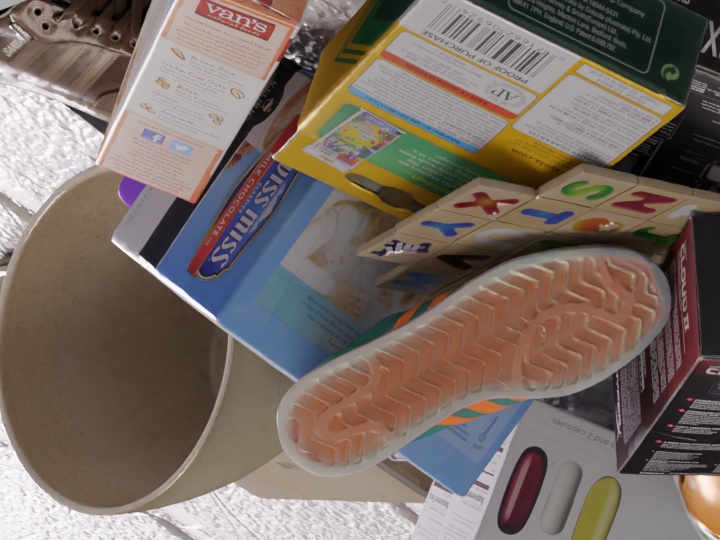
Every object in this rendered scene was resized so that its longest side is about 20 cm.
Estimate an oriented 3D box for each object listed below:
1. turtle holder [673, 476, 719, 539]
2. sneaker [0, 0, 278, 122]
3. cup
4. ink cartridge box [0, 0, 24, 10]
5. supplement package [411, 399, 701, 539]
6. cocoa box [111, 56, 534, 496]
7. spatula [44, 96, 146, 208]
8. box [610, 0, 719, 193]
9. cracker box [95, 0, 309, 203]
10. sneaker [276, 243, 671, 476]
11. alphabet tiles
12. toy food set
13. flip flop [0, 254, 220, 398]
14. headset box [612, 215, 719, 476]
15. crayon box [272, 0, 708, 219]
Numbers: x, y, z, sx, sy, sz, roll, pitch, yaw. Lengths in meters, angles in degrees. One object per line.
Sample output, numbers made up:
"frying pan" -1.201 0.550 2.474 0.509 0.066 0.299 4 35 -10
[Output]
"turtle holder" 0.260 0.103 1.575 0.131 0.185 0.142 11 124 48
"sneaker" -0.141 -0.124 1.425 0.199 0.071 0.076 8 152 18
"cup" -0.096 0.045 1.633 0.200 0.202 0.143 -6 170 41
"ink cartridge box" -0.195 -0.183 1.251 0.083 0.147 0.199 33 152 -32
"supplement package" 0.153 0.158 1.699 0.199 0.111 0.156 22 178 -10
"cocoa box" 0.000 0.000 1.463 0.200 0.134 0.131 37 179 -36
"spatula" -0.148 -0.087 1.510 0.200 0.057 0.021 38 -178 -5
"box" 0.133 -0.084 1.349 0.199 0.050 0.158 19 155 -2
"cracker box" -0.058 -0.132 1.277 0.057 0.135 0.200 21 155 -8
"sneaker" 0.053 0.037 1.360 0.199 0.072 0.080 -22 -174 4
"alphabet tiles" 0.107 -0.009 1.354 0.199 0.006 0.166 10 155 -34
"toy food set" -0.040 0.100 1.844 0.143 0.061 0.200 -1 157 32
"flip flop" -0.168 0.050 1.773 0.199 0.058 0.081 29 162 28
"headset box" 0.215 0.038 1.374 0.148 0.078 0.200 1 157 -7
"crayon box" 0.054 -0.083 1.285 0.125 0.052 0.200 25 152 -14
